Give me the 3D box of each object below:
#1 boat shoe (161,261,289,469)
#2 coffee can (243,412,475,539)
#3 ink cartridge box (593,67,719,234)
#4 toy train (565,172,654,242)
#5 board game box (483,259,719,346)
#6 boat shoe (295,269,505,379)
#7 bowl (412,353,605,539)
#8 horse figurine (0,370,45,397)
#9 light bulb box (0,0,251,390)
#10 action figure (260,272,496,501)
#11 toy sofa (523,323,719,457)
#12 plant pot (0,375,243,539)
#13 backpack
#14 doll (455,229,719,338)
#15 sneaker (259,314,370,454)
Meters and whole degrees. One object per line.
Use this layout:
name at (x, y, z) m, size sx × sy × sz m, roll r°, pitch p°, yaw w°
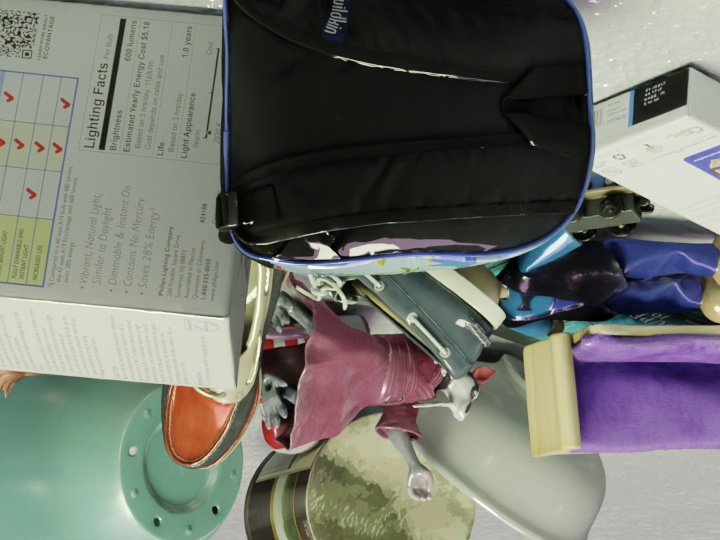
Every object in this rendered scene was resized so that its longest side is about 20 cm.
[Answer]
boat shoe at (-0.098, 0.052, 1.539) m, size 0.071 × 0.201 × 0.063 m, roll 23°, pitch -164°, yaw 9°
coffee can at (-0.004, 0.202, 1.870) m, size 0.146 × 0.147 × 0.200 m, roll 12°, pitch 167°, yaw -16°
ink cartridge box at (0.237, -0.063, 1.390) m, size 0.200 × 0.039 × 0.099 m, roll 25°, pitch 150°, yaw -35°
toy train at (0.103, -0.040, 1.463) m, size 0.199 × 0.046 × 0.034 m, roll -6°, pitch 148°, yaw 30°
board game box at (0.155, 0.025, 1.622) m, size 0.199 × 0.028 × 0.135 m, roll 20°, pitch 152°, yaw -31°
boat shoe at (0.000, 0.000, 1.462) m, size 0.200 × 0.062 × 0.075 m, roll 34°, pitch 171°, yaw 8°
bowl at (0.125, 0.130, 1.745) m, size 0.201 × 0.090 × 0.201 m, roll 37°, pitch -171°, yaw -6°
horse figurine at (-0.241, 0.015, 1.589) m, size 0.132 × 0.050 × 0.200 m, roll 8°, pitch 139°, yaw 13°
light bulb box at (-0.163, -0.046, 1.310) m, size 0.199 × 0.199 × 0.125 m, roll 6°, pitch 155°, yaw 1°
action figure at (0.008, 0.077, 1.632) m, size 0.199 × 0.149 × 0.134 m, roll 4°, pitch 122°, yaw -37°
toy sofa at (0.222, 0.086, 1.560) m, size 0.199 × 0.083 × 0.098 m, roll 1°, pitch 170°, yaw -24°
plant pot at (-0.190, 0.149, 1.730) m, size 0.200 × 0.201 × 0.161 m, roll 26°, pitch 161°, yaw -39°
backpack at (0.026, -0.088, 1.209) m, size 0.199 × 0.184 × 0.147 m, roll 1°, pitch 180°, yaw 2°
doll at (0.154, 0.005, 1.508) m, size 0.199 × 0.049 × 0.137 m, roll -4°, pitch 143°, yaw -8°
sneaker at (-0.074, 0.091, 1.748) m, size 0.112 × 0.071 × 0.200 m, roll -1°, pitch 153°, yaw -22°
